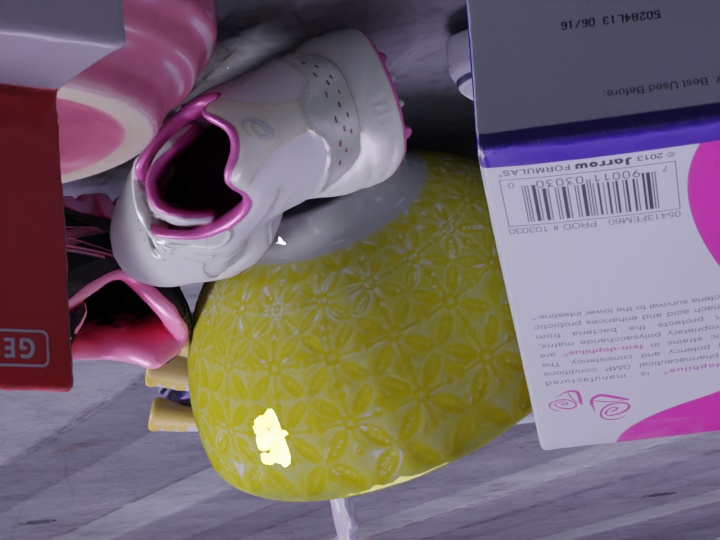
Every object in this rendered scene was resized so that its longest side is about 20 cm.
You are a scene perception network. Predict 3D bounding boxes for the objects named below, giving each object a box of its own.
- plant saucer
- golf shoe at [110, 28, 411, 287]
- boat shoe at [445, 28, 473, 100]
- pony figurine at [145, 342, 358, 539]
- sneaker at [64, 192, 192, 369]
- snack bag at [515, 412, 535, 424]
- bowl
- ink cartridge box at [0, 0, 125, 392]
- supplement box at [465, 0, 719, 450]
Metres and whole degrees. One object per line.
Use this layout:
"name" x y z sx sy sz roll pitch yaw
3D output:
"plant saucer" -0.151 -0.070 0.797 0.199 0.051 0.201 -6 167 -1
"golf shoe" -0.065 -0.038 0.882 0.091 0.076 0.200 -20 172 -37
"boat shoe" 0.101 -0.058 0.919 0.073 0.066 0.199 -12 165 32
"pony figurine" -0.031 0.084 1.369 0.198 0.168 0.193 11 159 -1
"sneaker" -0.160 0.004 0.958 0.199 0.096 0.079 7 122 -32
"snack bag" 0.050 0.017 1.059 0.187 0.022 0.200 -10 -151 29
"bowl" 0.000 0.000 0.985 0.199 0.108 0.200 -20 -155 10
"ink cartridge box" -0.153 -0.063 0.532 0.199 0.178 0.045 3 165 -35
"supplement box" 0.102 -0.028 0.817 0.100 0.104 0.201 -7 143 7
